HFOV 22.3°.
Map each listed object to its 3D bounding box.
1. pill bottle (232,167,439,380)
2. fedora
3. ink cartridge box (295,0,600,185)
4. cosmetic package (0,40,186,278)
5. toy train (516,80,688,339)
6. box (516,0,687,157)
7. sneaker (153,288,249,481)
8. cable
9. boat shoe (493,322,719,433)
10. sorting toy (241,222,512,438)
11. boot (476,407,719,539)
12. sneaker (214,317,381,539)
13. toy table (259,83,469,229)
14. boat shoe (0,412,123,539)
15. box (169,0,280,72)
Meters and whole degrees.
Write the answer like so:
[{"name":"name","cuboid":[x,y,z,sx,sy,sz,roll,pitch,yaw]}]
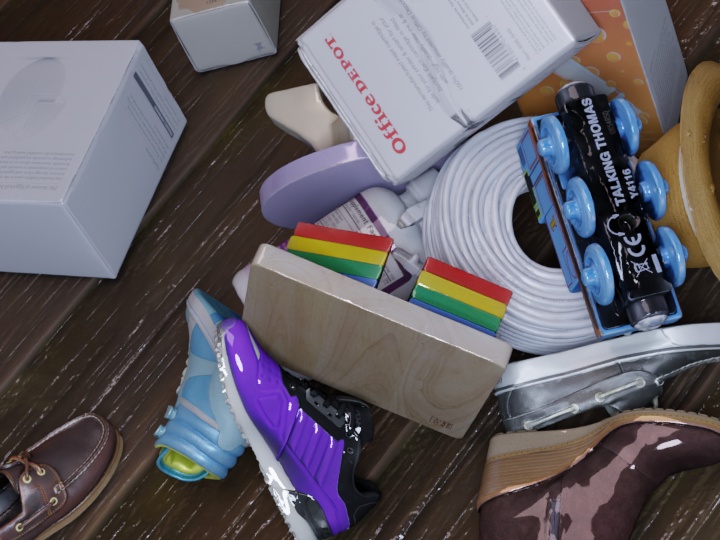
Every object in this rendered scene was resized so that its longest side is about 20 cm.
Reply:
[{"name":"pill bottle","cuboid":[0.000,0.000,1.550,0.199,0.113,0.113,-32,47,-3]},{"name":"fedora","cuboid":[0.270,-0.064,1.439,0.081,0.201,0.202,-15,47,34]},{"name":"ink cartridge box","cuboid":[0.068,-0.185,1.458,0.199,0.085,0.146,-36,86,26]},{"name":"cosmetic package","cuboid":[-0.306,-0.109,1.774,0.197,0.123,0.201,3,54,27]},{"name":"toy train","cuboid":[0.184,-0.041,1.388,0.086,0.114,0.202,-13,73,-11]},{"name":"box","cuboid":[0.194,-0.195,1.557,0.123,0.201,0.098,0,53,25]},{"name":"sneaker","cuboid":[-0.138,0.102,1.559,0.131,0.079,0.200,-52,26,7]},{"name":"cable","cuboid":[0.150,-0.032,1.477,0.200,0.069,0.200,41,68,7]},{"name":"boat shoe","cuboid":[0.204,0.086,1.424,0.198,0.071,0.064,-14,81,4]},{"name":"sorting toy","cuboid":[0.014,0.036,1.401,0.197,0.200,0.070,22,69,1]},{"name":"boot","cuboid":[0.184,0.195,1.353,0.198,0.072,0.168,-9,62,17]},{"name":"sneaker","cuboid":[-0.043,0.115,1.438,0.099,0.202,0.070,-24,17,0]},{"name":"toy table","cuboid":[0.004,-0.121,1.614,0.198,0.184,0.118,-7,65,1]},{"name":"boat shoe","cuboid":[-0.287,0.194,1.558,0.070,0.071,0.200,28,67,39]},{"name":"box","cuboid":[-0.135,-0.309,1.887,0.094,0.078,0.202,-12,49,15]}]
